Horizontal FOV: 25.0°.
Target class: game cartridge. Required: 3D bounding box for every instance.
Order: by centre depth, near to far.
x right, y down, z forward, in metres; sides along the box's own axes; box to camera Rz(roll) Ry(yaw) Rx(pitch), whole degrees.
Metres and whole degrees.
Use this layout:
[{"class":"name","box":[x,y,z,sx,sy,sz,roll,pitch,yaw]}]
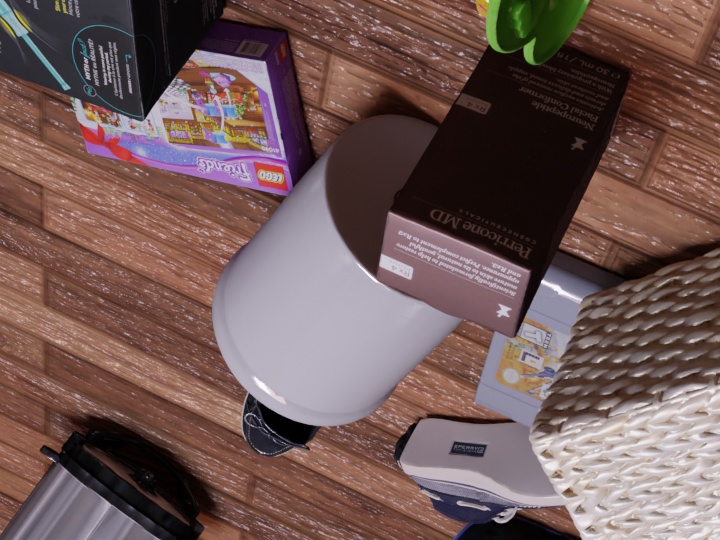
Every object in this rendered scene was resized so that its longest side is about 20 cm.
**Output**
[{"class":"game cartridge","box":[0.169,0.071,1.309,0.132,0.042,0.201,26,143,13]}]

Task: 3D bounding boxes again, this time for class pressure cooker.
[{"class":"pressure cooker","box":[-0.272,0.277,1.725,0.178,0.201,0.176,29,170,38]}]

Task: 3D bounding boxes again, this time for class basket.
[{"class":"basket","box":[0.245,0.100,1.128,0.198,0.199,0.162,-22,112,33]}]

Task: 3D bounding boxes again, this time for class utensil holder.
[{"class":"utensil holder","box":[0.000,0.000,1.235,0.169,0.171,0.200,34,141,-6]}]

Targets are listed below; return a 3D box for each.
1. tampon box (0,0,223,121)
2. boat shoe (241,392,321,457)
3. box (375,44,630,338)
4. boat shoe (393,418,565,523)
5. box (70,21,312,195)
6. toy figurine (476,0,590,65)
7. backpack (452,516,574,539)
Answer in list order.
[{"class":"tampon box","box":[-0.214,-0.227,1.149,0.198,0.127,0.151,20,142,15]},{"class":"boat shoe","box":[-0.070,0.133,1.522,0.074,0.063,0.200,33,145,-7]},{"class":"box","box":[0.095,-0.063,1.064,0.099,0.201,0.075,22,143,10]},{"class":"boat shoe","box":[0.131,0.187,1.447,0.198,0.075,0.093,9,146,38]},{"class":"box","box":[-0.141,-0.137,1.276,0.198,0.039,0.138,13,139,22]},{"class":"toy figurine","box":[0.053,-0.233,0.993,0.183,0.151,0.200,34,170,17]},{"class":"backpack","box":[0.130,0.341,1.509,0.181,0.201,0.148,24,144,12]}]
